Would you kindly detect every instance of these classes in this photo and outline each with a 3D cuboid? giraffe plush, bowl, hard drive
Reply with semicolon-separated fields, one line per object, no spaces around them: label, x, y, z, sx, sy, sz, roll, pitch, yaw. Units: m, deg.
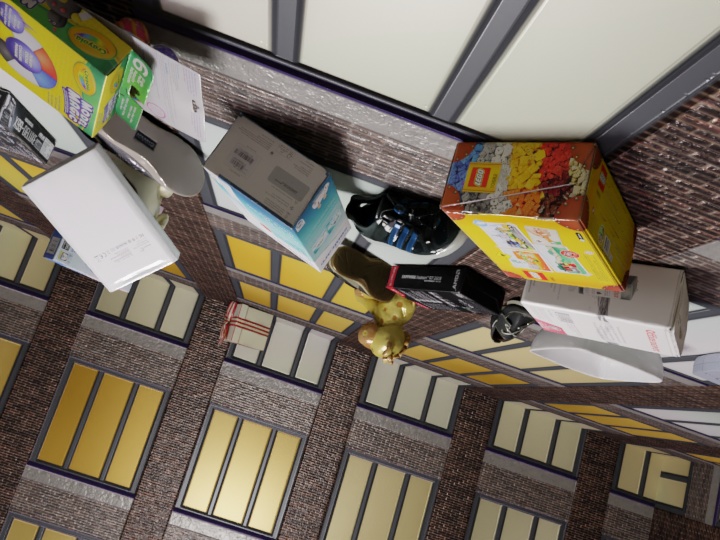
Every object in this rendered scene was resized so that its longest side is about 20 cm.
giraffe plush;0.059;0.121;1.437;0.197;0.166;0.172;10;165;36
bowl;0.442;0.144;1.195;0.196;0.076;0.199;22;167;-13
hard drive;-0.376;-0.071;0.944;0.129;0.026;0.202;-23;122;11

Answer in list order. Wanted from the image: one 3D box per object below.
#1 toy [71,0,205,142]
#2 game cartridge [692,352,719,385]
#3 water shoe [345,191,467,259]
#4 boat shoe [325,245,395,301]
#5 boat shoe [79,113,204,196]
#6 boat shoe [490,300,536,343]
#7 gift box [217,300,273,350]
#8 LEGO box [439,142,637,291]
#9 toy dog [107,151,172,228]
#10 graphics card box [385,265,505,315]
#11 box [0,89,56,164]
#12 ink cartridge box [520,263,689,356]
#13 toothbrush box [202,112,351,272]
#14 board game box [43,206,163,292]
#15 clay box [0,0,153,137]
toy;-0.238;-0.223;0.654;0.197;0.048;0.115;27;156;0
game cartridge;0.671;0.175;1.086;0.130;0.042;0.200;17;168;-10
water shoe;0.056;-0.064;0.868;0.197;0.073;0.078;5;160;45
boat shoe;0.000;0.000;1.254;0.064;0.074;0.199;21;170;46
boat shoe;-0.321;-0.182;0.940;0.091;0.076;0.200;17;161;39
boat shoe;0.300;0.102;1.243;0.070;0.069;0.200;20;166;-2
gift box;-0.515;0.249;2.791;0.184;0.189;0.198;23;161;-30
LEGO box;0.197;-0.054;0.689;0.146;0.079;0.199;9;165;36
toy dog;-0.377;-0.098;1.048;0.137;0.204;0.194;20;168;-14
graphics card box;0.157;0.036;1.202;0.124;0.052;0.198;28;166;-34
box;-0.631;-0.259;1.083;0.154;0.051;0.200;19;167;0
ink cartridge box;0.343;0.046;0.892;0.197;0.087;0.145;12;167;34
toothbrush box;-0.101;-0.094;0.851;0.145;0.086;0.200;35;172;13
board game box;-0.524;-0.083;1.327;0.043;0.204;0.199;12;166;32
clay box;-0.301;-0.215;0.619;0.199;0.048;0.115;38;147;-12
